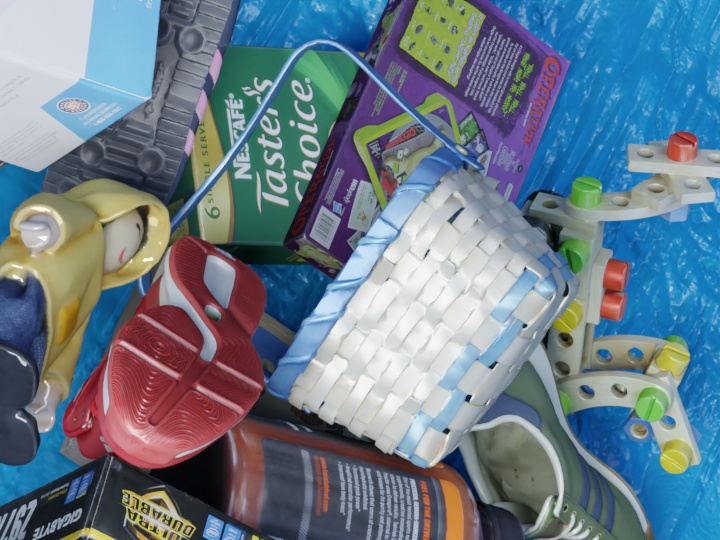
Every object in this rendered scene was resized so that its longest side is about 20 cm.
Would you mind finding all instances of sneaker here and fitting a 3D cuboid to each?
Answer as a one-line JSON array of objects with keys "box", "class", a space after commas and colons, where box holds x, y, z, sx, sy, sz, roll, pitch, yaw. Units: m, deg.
[{"box": [-0.104, 0.072, 1.449, 0.078, 0.116, 0.200, 32, 25, -2], "class": "sneaker"}, {"box": [-0.113, -0.093, 1.581, 0.070, 0.082, 0.201, 28, 102, 1], "class": "sneaker"}, {"box": [0.103, 0.131, 1.655, 0.201, 0.067, 0.090, 60, 30, -26], "class": "sneaker"}]

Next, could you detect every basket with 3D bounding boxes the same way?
[{"box": [0.000, 0.000, 1.552, 0.200, 0.177, 0.139, 39, 12, 3], "class": "basket"}]

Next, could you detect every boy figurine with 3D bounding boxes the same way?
[{"box": [-0.152, 0.019, 1.427, 0.200, 0.064, 0.125, -57, 155, -58], "class": "boy figurine"}]

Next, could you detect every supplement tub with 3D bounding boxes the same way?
[{"box": [-0.010, 0.142, 1.548, 0.199, 0.107, 0.107, 15, 67, -29], "class": "supplement tub"}]

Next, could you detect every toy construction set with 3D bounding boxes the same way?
[{"box": [0.151, 0.014, 1.702, 0.092, 0.131, 0.201, -39, 140, -66], "class": "toy construction set"}]

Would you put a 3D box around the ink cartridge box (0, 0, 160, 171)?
[{"box": [-0.216, -0.151, 1.476, 0.199, 0.128, 0.126, 18, 66, -29], "class": "ink cartridge box"}]

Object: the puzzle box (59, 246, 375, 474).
[{"box": [-0.059, 0.095, 1.612, 0.200, 0.025, 0.133, 35, 59, -21], "class": "puzzle box"}]

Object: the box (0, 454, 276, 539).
[{"box": [-0.113, 0.166, 1.442, 0.159, 0.200, 0.050, 31, 58, -23], "class": "box"}]

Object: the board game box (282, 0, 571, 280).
[{"box": [0.041, -0.069, 1.676, 0.120, 0.032, 0.201, 33, 63, -20], "class": "board game box"}]

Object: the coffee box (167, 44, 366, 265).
[{"box": [-0.026, -0.065, 1.675, 0.199, 0.044, 0.124, 2, 75, -34], "class": "coffee box"}]

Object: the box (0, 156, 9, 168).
[{"box": [-0.235, -0.148, 1.565, 0.143, 0.036, 0.200, -39, 97, -36], "class": "box"}]
